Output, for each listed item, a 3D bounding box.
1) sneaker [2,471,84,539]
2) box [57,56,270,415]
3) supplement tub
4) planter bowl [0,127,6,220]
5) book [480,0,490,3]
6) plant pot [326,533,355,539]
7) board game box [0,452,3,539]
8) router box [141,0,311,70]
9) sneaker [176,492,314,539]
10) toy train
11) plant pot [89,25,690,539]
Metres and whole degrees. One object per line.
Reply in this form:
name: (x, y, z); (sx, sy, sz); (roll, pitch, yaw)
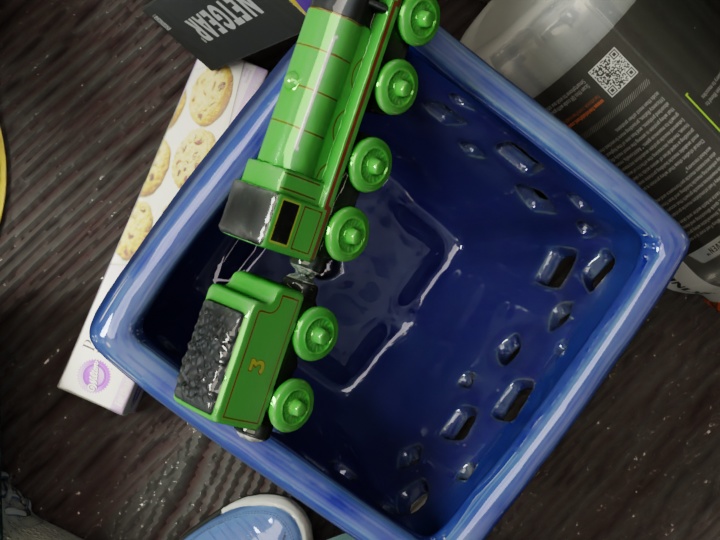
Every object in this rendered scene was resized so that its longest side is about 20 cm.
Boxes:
sneaker: (-0.222, 0.109, 0.790); (0.199, 0.077, 0.086); (22, 83, 2)
box: (-0.103, -0.022, 0.811); (0.041, 0.039, 0.201); (23, 87, 3)
supplement tub: (0.153, -0.074, 0.755); (0.200, 0.123, 0.123); (44, 88, -13)
planter bowl: (-0.295, -0.055, 0.795); (0.199, 0.083, 0.202); (0, 86, 1)
book: (0.099, -0.244, 0.821); (0.133, 0.048, 0.201); (22, 86, -2)
plant pot: (0.015, 0.207, 0.738); (0.199, 0.201, 0.135); (-13, 49, 0)
board game box: (-0.243, 0.105, 0.742); (0.134, 0.028, 0.201); (-3, 86, 10)
router box: (-0.020, -0.178, 0.708); (0.052, 0.200, 0.158); (39, 79, -16)
sneaker: (-0.104, 0.193, 0.781); (0.200, 0.077, 0.076); (-41, 85, -3)
toy train: (-0.022, -0.030, 0.592); (0.042, 0.056, 0.201); (18, 91, 46)
plant pot: (0.000, 0.000, 0.721); (0.200, 0.180, 0.200); (38, 86, -14)
